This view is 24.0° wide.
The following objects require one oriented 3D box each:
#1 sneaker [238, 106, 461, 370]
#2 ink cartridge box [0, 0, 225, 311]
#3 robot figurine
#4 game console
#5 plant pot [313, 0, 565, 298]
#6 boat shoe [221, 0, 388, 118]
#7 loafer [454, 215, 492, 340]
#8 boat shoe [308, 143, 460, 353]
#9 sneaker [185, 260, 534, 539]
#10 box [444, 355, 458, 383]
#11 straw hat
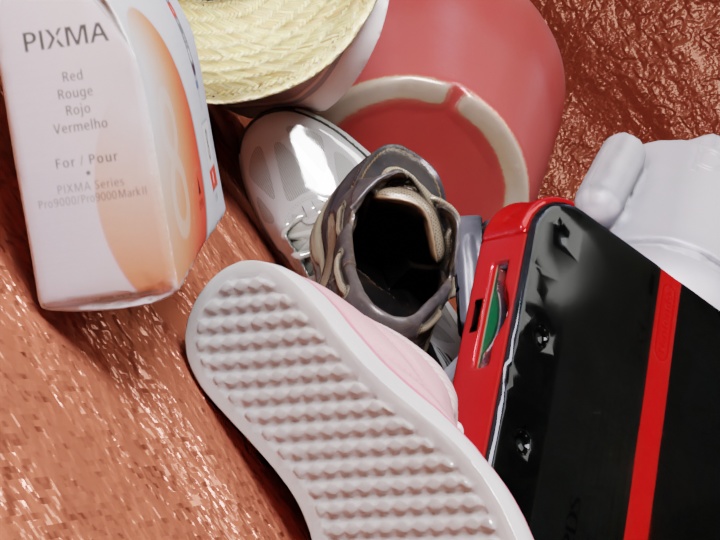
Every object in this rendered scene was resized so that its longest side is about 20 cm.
[{"bbox_3d":[0.001,0.000,0.864,0.201,0.076,0.115,56,6,1],"label":"sneaker"},{"bbox_3d":[-0.086,-0.100,0.571,0.162,0.050,0.201,-85,170,-79],"label":"ink cartridge box"},{"bbox_3d":[0.163,0.008,0.906,0.170,0.113,0.200,54,37,-23],"label":"robot figurine"},{"bbox_3d":[0.108,0.083,0.724,0.177,0.031,0.201,33,56,-31],"label":"game console"},{"bbox_3d":[0.029,-0.080,1.024,0.201,0.200,0.177,51,17,-18],"label":"plant pot"},{"bbox_3d":[-0.052,-0.130,0.928,0.068,0.072,0.200,20,-5,-24],"label":"boat shoe"},{"bbox_3d":[0.083,0.067,0.820,0.072,0.063,0.201,70,14,-75],"label":"loafer"},{"bbox_3d":[0.018,-0.006,0.779,0.074,0.073,0.200,28,33,-11],"label":"boat shoe"},{"bbox_3d":[0.020,0.083,0.614,0.200,0.075,0.105,53,12,30],"label":"sneaker"},{"bbox_3d":[0.109,0.115,0.758,0.200,0.048,0.158,54,51,-8],"label":"box"},{"bbox_3d":[-0.089,-0.176,0.847,0.201,0.201,0.085,52,-16,-9],"label":"straw hat"}]
